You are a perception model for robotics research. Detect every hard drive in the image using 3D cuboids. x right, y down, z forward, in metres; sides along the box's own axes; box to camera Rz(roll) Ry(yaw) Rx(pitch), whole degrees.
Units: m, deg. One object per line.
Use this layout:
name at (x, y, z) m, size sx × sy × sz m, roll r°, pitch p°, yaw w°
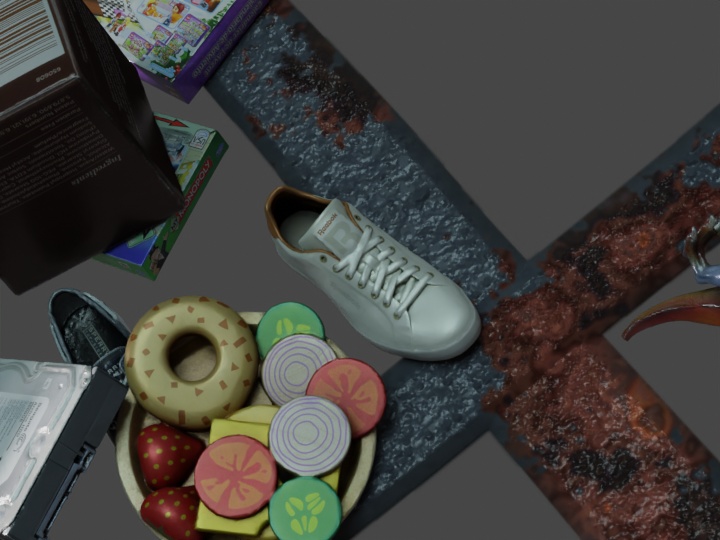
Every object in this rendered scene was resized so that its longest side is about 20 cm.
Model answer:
hard drive at (-0.265, 0.135, 1.353) m, size 0.200 × 0.038 × 0.140 m, roll 1°, pitch 59°, yaw 54°

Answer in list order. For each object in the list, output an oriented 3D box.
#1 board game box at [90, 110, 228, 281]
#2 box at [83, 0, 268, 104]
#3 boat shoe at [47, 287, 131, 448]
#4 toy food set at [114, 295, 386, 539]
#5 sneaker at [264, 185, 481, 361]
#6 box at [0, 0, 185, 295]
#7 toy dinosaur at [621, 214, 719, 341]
board game box at (-0.225, -0.080, 1.514) m, size 0.199 × 0.029 × 0.135 m, roll 17°, pitch 70°, yaw 28°
box at (-0.187, -0.243, 1.581) m, size 0.200 × 0.039 × 0.137 m, roll 29°, pitch 77°, yaw 32°
boat shoe at (-0.181, 0.087, 1.381) m, size 0.072 × 0.068 × 0.200 m, roll -37°, pitch 57°, yaw -1°
toy food set at (-0.082, 0.116, 1.309) m, size 0.197 × 0.049 × 0.201 m, roll 5°, pitch 69°, yaw 4°
sneaker at (0.000, 0.000, 1.349) m, size 0.200 × 0.085 × 0.073 m, roll 30°, pitch 75°, yaw 30°
box at (-0.267, -0.120, 1.414) m, size 0.164 × 0.200 × 0.166 m, roll -27°, pitch 56°, yaw 5°
toy dinosaur at (0.315, 0.025, 1.240) m, size 0.182 × 0.105 × 0.200 m, roll 45°, pitch 122°, yaw 21°
